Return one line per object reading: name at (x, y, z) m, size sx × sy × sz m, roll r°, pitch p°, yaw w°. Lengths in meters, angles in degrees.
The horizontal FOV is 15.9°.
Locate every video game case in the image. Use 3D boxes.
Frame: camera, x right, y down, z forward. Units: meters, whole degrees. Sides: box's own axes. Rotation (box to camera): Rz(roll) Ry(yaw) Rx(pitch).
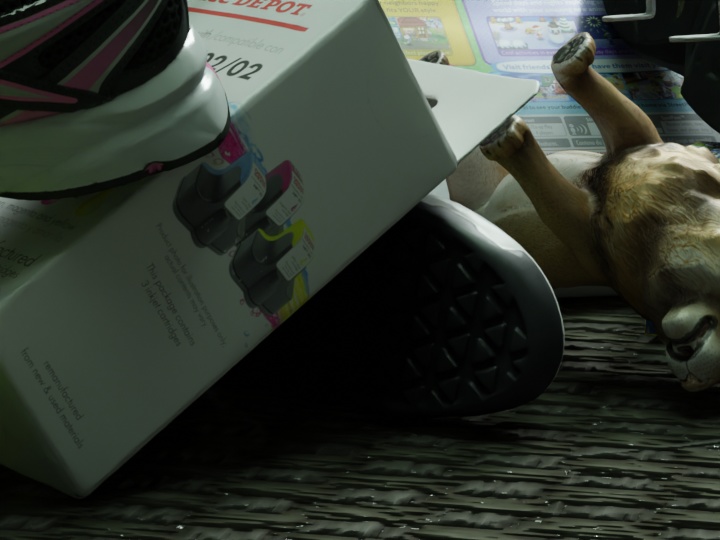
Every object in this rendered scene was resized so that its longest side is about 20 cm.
video game case at (0.045, -0.064, 1.018) m, size 0.199 × 0.022 × 0.183 m, roll -2°, pitch 52°, yaw -19°

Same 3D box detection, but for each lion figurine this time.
lion figurine at (0.067, -0.015, 0.885) m, size 0.073 × 0.123 × 0.200 m, roll -50°, pitch 26°, yaw -16°

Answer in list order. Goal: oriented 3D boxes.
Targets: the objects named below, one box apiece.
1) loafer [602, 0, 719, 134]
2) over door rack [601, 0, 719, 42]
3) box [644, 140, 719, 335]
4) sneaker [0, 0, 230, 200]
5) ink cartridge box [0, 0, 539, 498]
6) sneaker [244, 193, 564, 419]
loafer at (0.150, -0.105, 1.012) m, size 0.072 × 0.073 × 0.200 m, roll 10°, pitch 32°, yaw -22°
over door rack at (0.019, -0.125, 0.870) m, size 0.199 × 0.067 × 0.148 m, roll 9°, pitch 8°, yaw -4°
box at (0.205, -0.005, 0.909) m, size 0.199 × 0.065 × 0.070 m, roll 6°, pitch 13°, yaw 21°
sneaker at (-0.138, -0.056, 0.687) m, size 0.199 × 0.087 × 0.080 m, roll -20°, pitch 27°, yaw -21°
ink cartridge box at (-0.055, -0.030, 0.783) m, size 0.200 × 0.068 × 0.115 m, roll -41°, pitch 31°, yaw -24°
sneaker at (0.000, 0.000, 0.859) m, size 0.200 × 0.072 × 0.083 m, roll 12°, pitch 14°, yaw 43°
